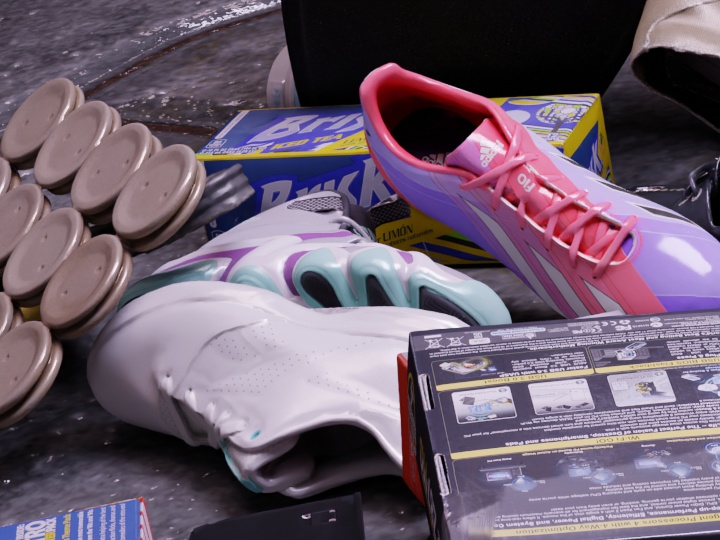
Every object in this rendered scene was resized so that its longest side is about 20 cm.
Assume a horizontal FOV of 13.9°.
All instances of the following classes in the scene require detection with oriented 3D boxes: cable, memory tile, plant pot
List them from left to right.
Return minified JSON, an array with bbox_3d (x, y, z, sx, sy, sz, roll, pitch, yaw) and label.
[{"bbox_3d":[-0.152,-0.011,1.359,0.154,0.017,0.200,-51,31,-4],"label":"memory tile"},{"bbox_3d":[-0.114,-0.001,1.385,0.199,0.051,0.097,-20,3,33],"label":"cable"},{"bbox_3d":[0.050,-0.171,1.532,0.198,0.178,0.200,4,45,-4],"label":"plant pot"}]

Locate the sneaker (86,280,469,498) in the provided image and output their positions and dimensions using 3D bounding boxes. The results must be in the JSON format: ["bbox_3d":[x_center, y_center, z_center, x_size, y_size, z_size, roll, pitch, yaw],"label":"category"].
[{"bbox_3d":[-0.044,0.059,1.256,0.199,0.075,0.089,0,44,32],"label":"sneaker"}]

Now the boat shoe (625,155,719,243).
[{"bbox_3d":[0.182,-0.026,1.344,0.074,0.067,0.199,-24,25,-28],"label":"boat shoe"}]

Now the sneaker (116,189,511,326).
[{"bbox_3d":[0.000,0.000,1.353,0.199,0.078,0.140,3,27,30],"label":"sneaker"}]

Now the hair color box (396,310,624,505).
[{"bbox_3d":[0.093,0.086,1.096,0.101,0.062,0.200,-10,24,-16],"label":"hair color box"}]

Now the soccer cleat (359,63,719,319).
[{"bbox_3d":[0.080,-0.030,1.325,0.199,0.077,0.067,32,79,30],"label":"soccer cleat"}]

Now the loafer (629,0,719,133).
[{"bbox_3d":[0.209,-0.070,1.384,0.199,0.076,0.067,32,61,23],"label":"loafer"}]

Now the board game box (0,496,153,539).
[{"bbox_3d":[-0.173,0.155,1.101,0.199,0.047,0.152,-11,22,0],"label":"board game box"}]

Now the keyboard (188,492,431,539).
[{"bbox_3d":[-0.008,0.137,1.107,0.126,0.021,0.200,-11,23,3],"label":"keyboard"}]

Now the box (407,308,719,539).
[{"bbox_3d":[0.121,0.066,1.007,0.198,0.049,0.161,-4,24,-4],"label":"box"}]

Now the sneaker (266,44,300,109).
[{"bbox_3d":[0.034,-0.130,1.669,0.082,0.074,0.200,10,40,35],"label":"sneaker"}]

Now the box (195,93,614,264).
[{"bbox_3d":[0.021,-0.044,1.467,0.199,0.065,0.070,-2,23,23],"label":"box"}]
